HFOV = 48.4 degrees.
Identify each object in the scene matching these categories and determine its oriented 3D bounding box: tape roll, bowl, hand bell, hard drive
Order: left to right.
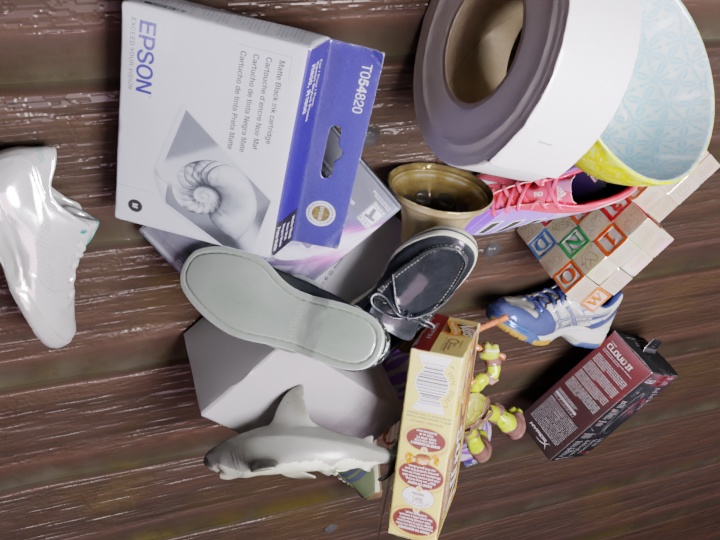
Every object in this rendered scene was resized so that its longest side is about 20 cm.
[{"bbox_3d":[0.000,0.000,0.835,0.132,0.025,0.200,-52,131,1],"label":"hard drive"},{"bbox_3d":[0.061,0.002,0.817,0.104,0.104,0.201,-3,125,-21],"label":"hand bell"},{"bbox_3d":[0.123,-0.174,0.637,0.071,0.203,0.203,7,126,-29],"label":"tape roll"},{"bbox_3d":[0.218,-0.166,0.735,0.200,0.201,0.108,12,165,-31],"label":"bowl"}]

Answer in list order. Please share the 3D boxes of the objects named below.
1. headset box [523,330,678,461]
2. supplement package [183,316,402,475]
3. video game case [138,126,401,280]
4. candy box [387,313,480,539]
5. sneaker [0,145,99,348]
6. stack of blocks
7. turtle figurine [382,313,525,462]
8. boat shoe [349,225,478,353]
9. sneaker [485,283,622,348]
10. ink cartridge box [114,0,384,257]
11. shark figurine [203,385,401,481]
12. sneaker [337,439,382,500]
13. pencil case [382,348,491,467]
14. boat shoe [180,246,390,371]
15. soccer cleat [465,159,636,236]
[{"bbox_3d":[0.331,0.164,1.084,0.200,0.075,0.148,-47,150,19],"label":"headset box"},{"bbox_3d":[-0.069,0.111,0.857,0.121,0.120,0.200,-40,133,13],"label":"supplement package"},{"bbox_3d":[-0.083,-0.049,0.736,0.200,0.019,0.143,-39,102,11],"label":"video game case"},{"bbox_3d":[0.076,0.158,0.818,0.055,0.115,0.201,11,106,15],"label":"candy box"},{"bbox_3d":[-0.268,-0.016,0.699,0.088,0.075,0.200,-23,134,-20],"label":"sneaker"},{"bbox_3d":[0.279,-0.067,0.858,0.059,0.115,0.200,29,113,-39],"label":"stack of blocks"},{"bbox_3d":[0.132,0.155,0.923,0.200,0.064,0.161,-48,131,0],"label":"turtle figurine"},{"bbox_3d":[0.039,0.032,0.764,0.075,0.062,0.200,32,127,-21],"label":"boat shoe"},{"bbox_3d":[0.236,0.039,0.972,0.200,0.075,0.088,5,119,-38],"label":"sneaker"},{"bbox_3d":[-0.098,-0.107,0.657,0.199,0.041,0.200,12,126,-2],"label":"ink cartridge box"},{"bbox_3d":[-0.040,0.158,0.778,0.214,0.090,0.128,2,162,-14],"label":"shark figurine"},{"bbox_3d":[-0.023,0.228,1.024,0.090,0.067,0.201,-9,132,-6],"label":"sneaker"},{"bbox_3d":[0.097,0.170,1.013,0.085,0.084,0.200,-17,136,20],"label":"pencil case"},{"bbox_3d":[-0.067,0.038,0.716,0.076,0.200,0.060,-62,165,-3],"label":"boat shoe"},{"bbox_3d":[0.180,-0.078,0.805,0.199,0.073,0.068,-13,100,8],"label":"soccer cleat"}]
